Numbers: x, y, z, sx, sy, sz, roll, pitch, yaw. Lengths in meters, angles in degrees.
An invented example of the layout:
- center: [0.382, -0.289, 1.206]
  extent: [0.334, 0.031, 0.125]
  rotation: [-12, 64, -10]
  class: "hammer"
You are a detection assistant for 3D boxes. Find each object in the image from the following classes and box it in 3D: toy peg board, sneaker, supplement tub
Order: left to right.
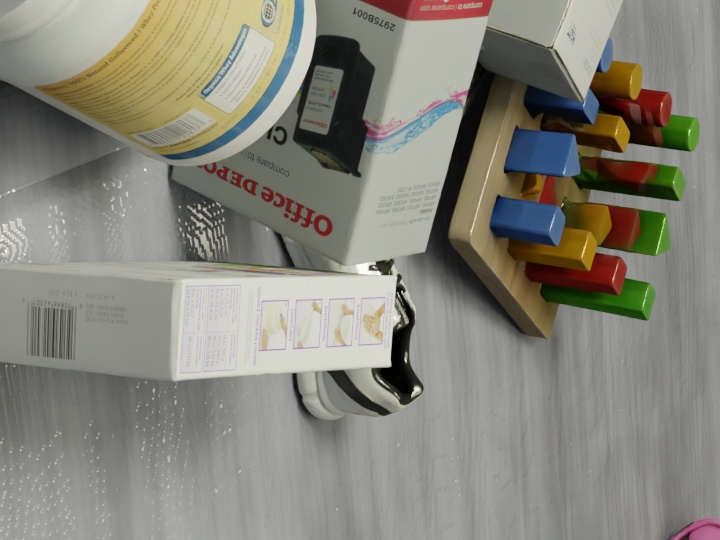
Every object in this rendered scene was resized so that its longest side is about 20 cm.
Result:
- center: [-0.132, -0.152, 1.356]
  extent: [0.200, 0.145, 0.145]
  rotation: [28, 72, -52]
  class: "supplement tub"
- center: [0.000, 0.000, 1.615]
  extent: [0.074, 0.080, 0.200]
  rotation: [-26, 113, -48]
  class: "sneaker"
- center: [0.161, -0.071, 1.777]
  extent: [0.199, 0.098, 0.200]
  rotation: [48, 55, -61]
  class: "toy peg board"

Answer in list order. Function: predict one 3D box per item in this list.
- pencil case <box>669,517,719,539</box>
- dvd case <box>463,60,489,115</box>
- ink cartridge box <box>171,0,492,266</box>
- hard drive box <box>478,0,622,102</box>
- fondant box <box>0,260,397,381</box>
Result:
- center: [0.317, 0.280, 2.081]
  extent: [0.200, 0.091, 0.094]
  rotation: [36, 30, -48]
  class: "pencil case"
- center: [0.074, -0.187, 1.664]
  extent: [0.200, 0.025, 0.150]
  rotation: [91, 24, -51]
  class: "dvd case"
- center: [-0.015, -0.121, 1.476]
  extent: [0.083, 0.146, 0.200]
  rotation: [-12, 122, -52]
  class: "ink cartridge box"
- center: [0.138, -0.227, 1.637]
  extent: [0.156, 0.077, 0.200]
  rotation: [39, 72, -75]
  class: "hard drive box"
- center: [-0.094, 0.026, 1.429]
  extent: [0.200, 0.144, 0.058]
  rotation: [-3, 96, -54]
  class: "fondant box"
